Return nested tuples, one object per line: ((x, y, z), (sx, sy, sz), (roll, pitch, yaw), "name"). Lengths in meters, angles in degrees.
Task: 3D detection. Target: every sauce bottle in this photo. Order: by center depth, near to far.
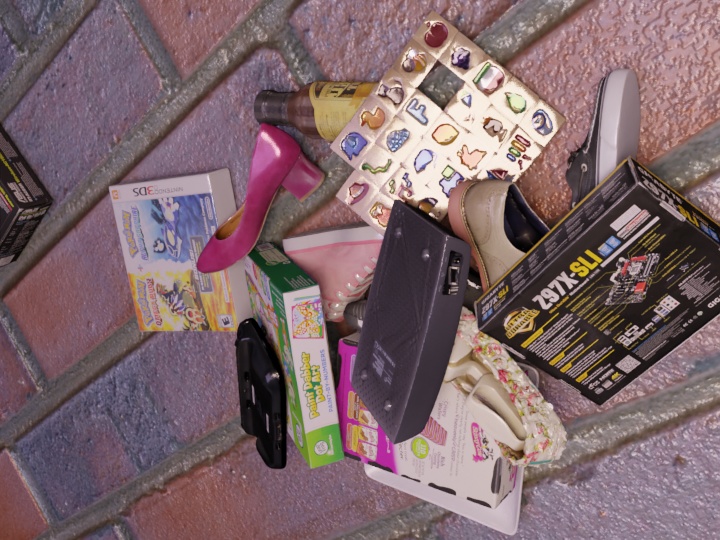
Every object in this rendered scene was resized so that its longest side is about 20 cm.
((-0.026, -0.169, 0.947), (0.198, 0.065, 0.065), (8, 109, 30), "sauce bottle")

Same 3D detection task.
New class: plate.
((0.099, 0.169, 0.988), (0.198, 0.032, 0.202), (15, 112, 29), "plate")

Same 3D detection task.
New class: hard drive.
((0.046, 0.046, 0.842), (0.135, 0.042, 0.202), (-136, 55, -62), "hard drive")

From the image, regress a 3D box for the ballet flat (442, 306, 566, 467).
((0.111, 0.100, 0.828), (0.200, 0.064, 0.076), (47, 133, 26), "ballet flat")

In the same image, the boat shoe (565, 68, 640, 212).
((0.215, -0.083, 0.815), (0.056, 0.068, 0.202), (12, 113, 30), "boat shoe")

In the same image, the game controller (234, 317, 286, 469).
((-0.113, 0.148, 1.037), (0.104, 0.042, 0.201), (47, 150, 33), "game controller")

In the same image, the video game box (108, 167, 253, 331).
((-0.229, -0.022, 1.139), (0.181, 0.047, 0.202), (-2, 103, 36), "video game box")

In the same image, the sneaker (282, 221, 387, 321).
((0.000, 0.000, 0.975), (0.199, 0.075, 0.106), (-7, 96, 42), "sneaker")

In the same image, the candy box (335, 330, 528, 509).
((0.070, 0.151, 0.944), (0.198, 0.061, 0.138), (14, 109, 30), "candy box")

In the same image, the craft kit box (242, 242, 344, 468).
((-0.078, 0.087, 0.998), (0.200, 0.048, 0.200), (-145, 42, -66), "craft kit box")

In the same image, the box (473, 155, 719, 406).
((0.226, 0.018, 0.795), (0.159, 0.050, 0.200), (32, 122, -18), "box")

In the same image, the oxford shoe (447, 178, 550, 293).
((0.156, 0.001, 0.843), (0.073, 0.071, 0.201), (-5, 128, 52), "oxford shoe")

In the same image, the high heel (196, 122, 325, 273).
((-0.139, -0.078, 1.008), (0.199, 0.068, 0.096), (-36, 121, 25), "high heel")

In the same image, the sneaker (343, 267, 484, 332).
((0.078, 0.024, 0.928), (0.198, 0.066, 0.092), (0, 95, 16), "sneaker")

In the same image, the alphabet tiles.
((0.073, -0.120, 0.870), (0.167, 0.008, 0.201), (39, 103, 1), "alphabet tiles")

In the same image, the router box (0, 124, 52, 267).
((-0.556, -0.126, 1.311), (0.201, 0.062, 0.150), (53, 126, 9), "router box")
